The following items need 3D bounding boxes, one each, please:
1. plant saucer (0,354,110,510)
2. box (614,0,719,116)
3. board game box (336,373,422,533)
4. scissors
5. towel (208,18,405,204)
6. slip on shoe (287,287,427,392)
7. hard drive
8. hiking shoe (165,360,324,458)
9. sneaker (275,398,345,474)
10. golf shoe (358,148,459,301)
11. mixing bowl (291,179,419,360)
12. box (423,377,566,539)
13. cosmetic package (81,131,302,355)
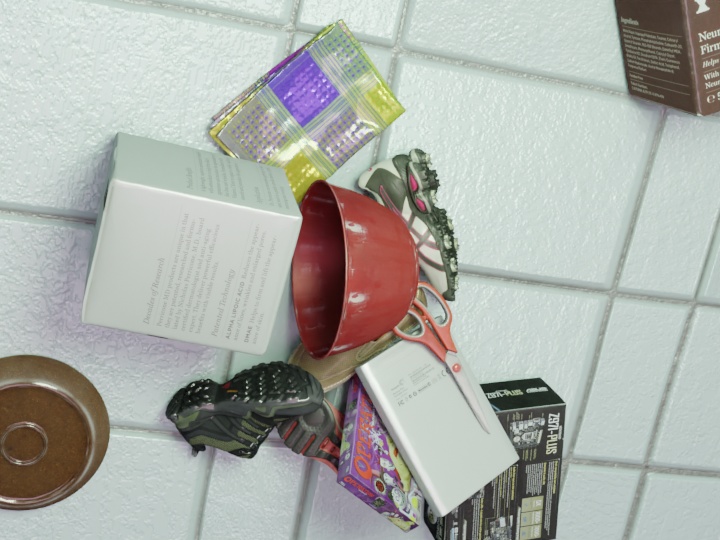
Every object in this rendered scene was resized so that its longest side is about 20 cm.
[{"bbox_3d":[-0.393,0.198,1.287,0.198,0.035,0.202,-5,110,-15],"label":"plant saucer"},{"bbox_3d":[0.406,-0.308,1.282,0.165,0.164,0.202,-19,112,-9],"label":"box"},{"bbox_3d":[0.030,0.202,1.330,0.120,0.201,0.032,36,125,-23],"label":"board game box"},{"bbox_3d":[0.113,0.102,1.318,0.073,0.014,0.200,-44,99,-12],"label":"scissors"},{"bbox_3d":[-0.060,-0.173,1.267,0.200,0.023,0.144,-39,113,-1],"label":"towel"},{"bbox_3d":[-0.005,0.079,1.330,0.199,0.061,0.076,-30,74,-8],"label":"slip on shoe"},{"bbox_3d":[0.094,0.173,1.326,0.131,0.027,0.201,-29,91,-28],"label":"hard drive"},{"bbox_3d":[-0.128,0.173,1.319,0.198,0.076,0.101,-9,126,19],"label":"hiking shoe"},{"bbox_3d":[-0.037,0.211,1.379,0.200,0.087,0.074,43,92,0],"label":"sneaker"},{"bbox_3d":[0.067,-0.050,1.331,0.087,0.077,0.201,-13,116,16],"label":"golf shoe"},{"bbox_3d":[0.000,0.000,1.249,0.107,0.200,0.202,1,108,-19],"label":"mixing bowl"},{"bbox_3d":[0.174,0.255,1.444,0.162,0.086,0.202,-5,109,-14],"label":"box"},{"bbox_3d":[-0.185,-0.031,1.188,0.198,0.165,0.166,11,110,-15],"label":"cosmetic package"}]
